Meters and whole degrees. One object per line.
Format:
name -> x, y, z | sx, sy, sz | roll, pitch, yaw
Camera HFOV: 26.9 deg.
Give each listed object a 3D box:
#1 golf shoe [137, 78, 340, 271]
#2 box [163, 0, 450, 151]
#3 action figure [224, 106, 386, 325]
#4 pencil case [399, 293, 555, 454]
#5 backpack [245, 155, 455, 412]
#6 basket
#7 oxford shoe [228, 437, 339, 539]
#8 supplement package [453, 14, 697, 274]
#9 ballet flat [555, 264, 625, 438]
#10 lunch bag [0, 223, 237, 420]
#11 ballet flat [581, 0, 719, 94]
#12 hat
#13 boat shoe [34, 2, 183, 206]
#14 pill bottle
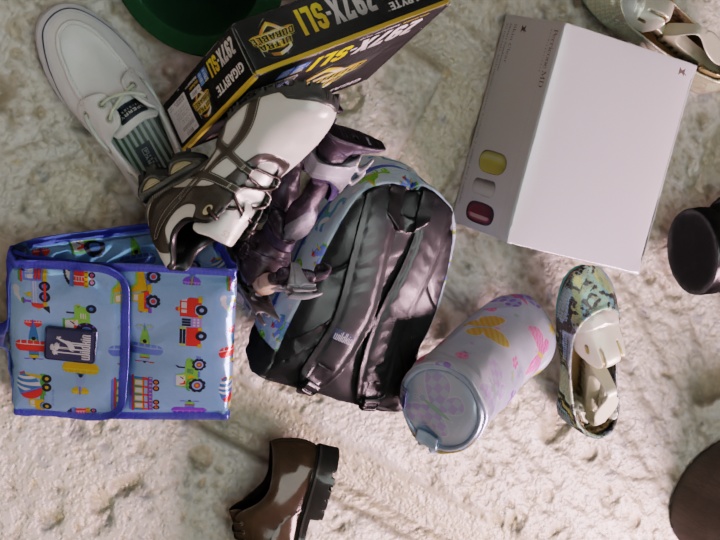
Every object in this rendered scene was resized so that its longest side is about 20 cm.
golf shoe -> -0.087, -0.068, 1.154 | 0.199, 0.096, 0.077 | -33, 143, 33
box -> -0.045, -0.175, 1.215 | 0.199, 0.159, 0.050 | -26, 84, -32
action figure -> -0.059, -0.041, 1.242 | 0.069, 0.131, 0.201 | 2, 129, -39
pencil case -> 0.110, 0.092, 1.362 | 0.200, 0.082, 0.092 | -36, 136, -56
backpack -> 0.000, 0.000, 1.320 | 0.161, 0.154, 0.202 | 14, 117, -23
basket -> 0.450, 0.262, 1.551 | 0.178, 0.200, 0.138 | -15, 108, -21
oxford shoe -> -0.087, 0.246, 1.374 | 0.083, 0.073, 0.203 | 16, 93, -11
supplement package -> 0.196, -0.117, 1.393 | 0.154, 0.111, 0.203 | 12, 96, -27
ballet flat -> 0.226, 0.084, 1.437 | 0.074, 0.074, 0.202 | -27, 136, -18
lunch bag -> -0.207, 0.043, 1.245 | 0.197, 0.094, 0.152 | -3, 123, -13
ballet flat -> 0.292, -0.238, 1.436 | 0.199, 0.062, 0.068 | 30, 74, -29
hat -> -0.101, -0.280, 1.253 | 0.176, 0.163, 0.202 | -51, 137, -53
boat shoe -> -0.190, -0.131, 1.230 | 0.073, 0.067, 0.201 | -41, 115, -12
pill bottle -> 0.415, -0.028, 1.517 | 0.197, 0.112, 0.114 | -6, 104, -24
